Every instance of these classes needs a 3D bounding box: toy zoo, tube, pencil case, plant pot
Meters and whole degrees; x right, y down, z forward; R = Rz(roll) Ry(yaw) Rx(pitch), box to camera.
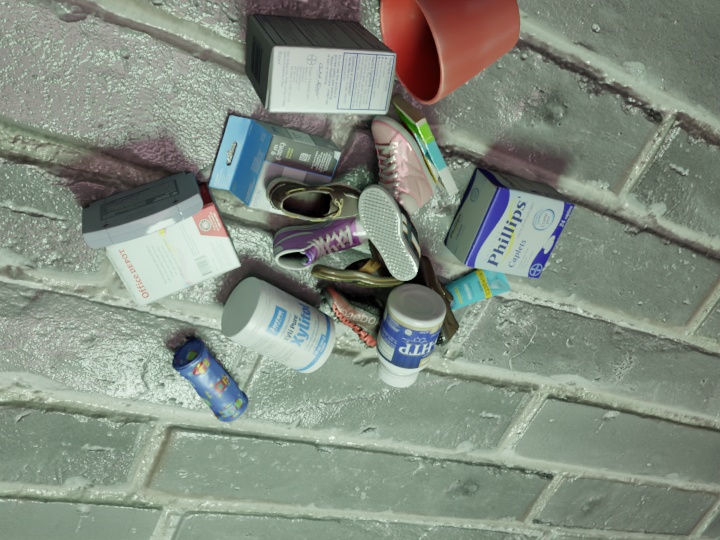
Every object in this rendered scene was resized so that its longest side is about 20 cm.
[{"bbox_3d":[0.123,-0.219,1.348,0.020,0.131,0.200,-32,127,0],"label":"toy zoo"},{"bbox_3d":[0.230,0.046,1.611,0.199,0.050,0.078,-23,99,-8],"label":"tube"},{"bbox_3d":[-0.309,0.224,1.492,0.078,0.086,0.201,-54,134,-29],"label":"pencil case"},{"bbox_3d":[0.154,-0.404,1.217,0.177,0.200,0.201,-26,127,-15],"label":"plant pot"}]

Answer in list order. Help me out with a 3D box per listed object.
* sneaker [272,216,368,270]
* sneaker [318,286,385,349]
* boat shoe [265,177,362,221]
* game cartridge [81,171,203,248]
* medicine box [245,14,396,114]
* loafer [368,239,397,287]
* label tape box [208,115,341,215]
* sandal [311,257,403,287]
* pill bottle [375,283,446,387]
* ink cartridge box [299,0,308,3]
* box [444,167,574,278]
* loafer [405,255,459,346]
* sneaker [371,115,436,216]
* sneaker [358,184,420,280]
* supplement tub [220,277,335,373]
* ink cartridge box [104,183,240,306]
[{"bbox_3d":[-0.066,-0.045,1.368,0.199,0.114,0.073,-15,116,2],"label":"sneaker"},{"bbox_3d":[-0.005,0.080,1.526,0.098,0.071,0.200,-41,129,7],"label":"sneaker"},{"bbox_3d":[-0.068,-0.119,1.298,0.199,0.060,0.072,6,118,-33],"label":"boat shoe"},{"bbox_3d":[-0.365,-0.102,1.227,0.199,0.133,0.041,-20,120,-8],"label":"game cartridge"},{"bbox_3d":[-0.068,-0.329,1.168,0.199,0.182,0.103,-2,122,-20],"label":"medicine box"},{"bbox_3d":[0.045,-0.066,1.458,0.076,0.067,0.201,-9,108,-20],"label":"loafer"},{"bbox_3d":[-0.153,-0.180,1.304,0.199,0.066,0.144,9,118,-28],"label":"label tape box"},{"bbox_3d":[0.000,0.000,1.378,0.199,0.080,0.054,10,82,-31],"label":"sandal"},{"bbox_3d":[0.095,0.139,1.499,0.119,0.120,0.201,-3,131,-20],"label":"pill bottle"},{"bbox_3d":[-0.155,-0.502,1.085,0.199,0.084,0.145,9,117,-27],"label":"ink cartridge box"},{"bbox_3d":[0.306,-0.095,1.517,0.199,0.105,0.185,8,117,-25],"label":"box"},{"bbox_3d":[0.153,0.056,1.548,0.071,0.073,0.201,-22,98,-34],"label":"loafer"},{"bbox_3d":[0.063,-0.183,1.357,0.105,0.075,0.201,-50,126,-21],"label":"sneaker"},{"bbox_3d":[0.055,-0.082,1.356,0.078,0.080,0.201,-11,122,21],"label":"sneaker"},{"bbox_3d":[-0.159,0.111,1.446,0.199,0.132,0.132,30,107,-35],"label":"supplement tub"},{"bbox_3d":[-0.335,-0.046,1.303,0.199,0.083,0.146,-22,129,-7],"label":"ink cartridge box"}]
